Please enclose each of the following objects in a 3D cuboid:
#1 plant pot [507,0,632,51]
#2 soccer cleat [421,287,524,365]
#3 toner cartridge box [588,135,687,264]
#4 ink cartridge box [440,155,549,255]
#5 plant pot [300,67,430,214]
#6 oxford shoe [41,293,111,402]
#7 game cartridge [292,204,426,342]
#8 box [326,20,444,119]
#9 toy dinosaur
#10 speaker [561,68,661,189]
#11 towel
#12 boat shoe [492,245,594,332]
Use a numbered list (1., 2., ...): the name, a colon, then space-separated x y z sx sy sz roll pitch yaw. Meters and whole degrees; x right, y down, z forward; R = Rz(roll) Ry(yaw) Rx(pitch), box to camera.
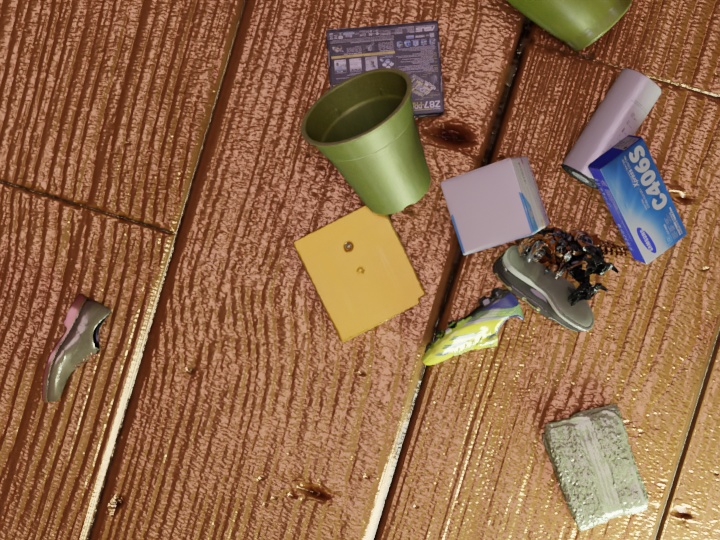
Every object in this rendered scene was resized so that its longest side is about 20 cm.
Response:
1. plant pot: 0.348 -0.481 1.685 0.200 0.200 0.193 -44 102 2
2. soccer cleat: 0.197 0.113 1.749 0.200 0.065 0.084 -37 94 2
3. toner cartridge box: 0.473 -0.120 1.706 0.095 0.043 0.201 -35 111 -7
4. ink cartridge box: 0.232 -0.112 1.688 0.124 0.200 0.129 -18 90 19
5. plant pot: 0.030 -0.203 1.680 0.199 0.200 0.190 -30 126 2
6. oxford shoe: -0.503 0.147 1.769 0.074 0.070 0.201 22 92 -4
7. game cartridge: 0.000 0.000 1.772 0.175 0.032 0.201 -26 92 2
8. box: 0.044 -0.346 1.754 0.198 0.049 0.163 -5 89 2
9. toy dinosaur: 0.374 -0.030 1.719 0.199 0.103 0.136 -18 50 -5
10. speaker: 0.434 -0.245 1.727 0.081 0.081 0.201 32 92 1
11. towel: 0.413 0.346 1.759 0.147 0.036 0.201 -19 90 3
12. boat shoe: 0.319 0.039 1.747 0.201 0.061 0.072 41 52 -3
